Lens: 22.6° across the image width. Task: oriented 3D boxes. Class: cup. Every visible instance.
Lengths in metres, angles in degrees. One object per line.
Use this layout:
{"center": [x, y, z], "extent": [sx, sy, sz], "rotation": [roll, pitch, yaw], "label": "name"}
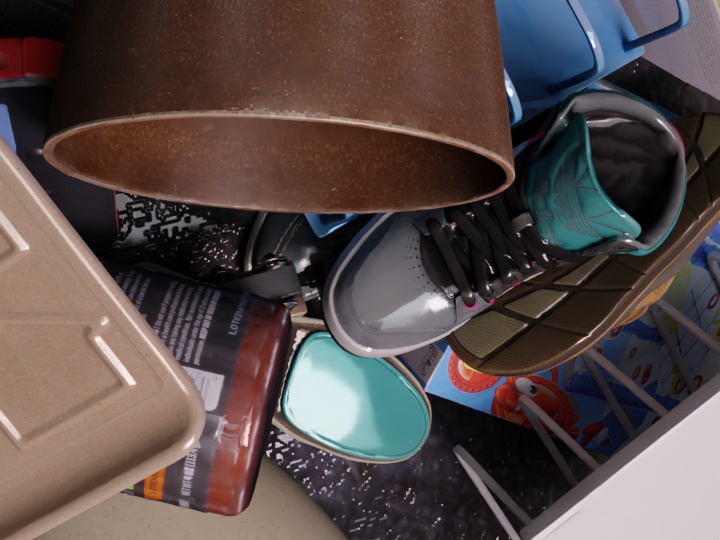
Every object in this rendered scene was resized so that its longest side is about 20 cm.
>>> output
{"center": [-0.115, 0.146, 0.944], "extent": [0.200, 0.200, 0.144], "rotation": [-29, 93, -9], "label": "cup"}

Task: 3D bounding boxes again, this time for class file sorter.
{"center": [0.036, -0.126, 0.877], "extent": [0.199, 0.123, 0.139], "rotation": [-30, 93, -7], "label": "file sorter"}
{"center": [0.175, 0.105, 1.006], "extent": [0.200, 0.125, 0.139], "rotation": [-37, 121, -5], "label": "file sorter"}

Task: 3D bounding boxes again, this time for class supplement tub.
{"center": [-0.138, 0.044, 0.848], "extent": [0.199, 0.107, 0.107], "rotation": [13, 109, 1], "label": "supplement tub"}

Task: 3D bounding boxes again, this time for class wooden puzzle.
{"center": [-0.186, 0.024, 0.762], "extent": [0.185, 0.046, 0.200], "rotation": [-29, 105, 20], "label": "wooden puzzle"}

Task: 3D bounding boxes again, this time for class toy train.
{"center": [0.000, 0.000, 0.932], "extent": [0.199, 0.046, 0.034], "rotation": [-14, 78, -16], "label": "toy train"}

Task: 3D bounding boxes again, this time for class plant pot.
{"center": [-0.028, -0.138, 0.726], "extent": [0.186, 0.187, 0.201], "rotation": [6, 81, -26], "label": "plant pot"}

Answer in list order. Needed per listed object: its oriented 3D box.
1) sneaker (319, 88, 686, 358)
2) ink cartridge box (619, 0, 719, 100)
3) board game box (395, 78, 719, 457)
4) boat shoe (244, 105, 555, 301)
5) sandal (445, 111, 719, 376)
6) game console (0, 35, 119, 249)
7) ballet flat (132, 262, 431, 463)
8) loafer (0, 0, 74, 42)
{"center": [0.080, -0.024, 0.866], "extent": [0.200, 0.121, 0.084], "rotation": [-32, 92, -18], "label": "sneaker"}
{"center": [0.173, -0.168, 0.902], "extent": [0.076, 0.200, 0.148], "rotation": [-32, 122, -7], "label": "ink cartridge box"}
{"center": [0.147, 0.002, 1.054], "extent": [0.195, 0.056, 0.201], "rotation": [20, 103, -30], "label": "board game box"}
{"center": [0.022, -0.049, 0.971], "extent": [0.200, 0.062, 0.073], "rotation": [-40, 123, -2], "label": "boat shoe"}
{"center": [0.136, -0.008, 0.979], "extent": [0.200, 0.082, 0.055], "rotation": [-42, 145, -9], "label": "sandal"}
{"center": [-0.211, -0.044, 0.810], "extent": [0.199, 0.031, 0.177], "rotation": [-4, 153, -7], "label": "game console"}
{"center": [-0.050, 0.047, 0.980], "extent": [0.199, 0.069, 0.070], "rotation": [27, 101, -28], "label": "ballet flat"}
{"center": [-0.198, -0.146, 0.830], "extent": [0.199, 0.063, 0.072], "rotation": [13, 149, -30], "label": "loafer"}
